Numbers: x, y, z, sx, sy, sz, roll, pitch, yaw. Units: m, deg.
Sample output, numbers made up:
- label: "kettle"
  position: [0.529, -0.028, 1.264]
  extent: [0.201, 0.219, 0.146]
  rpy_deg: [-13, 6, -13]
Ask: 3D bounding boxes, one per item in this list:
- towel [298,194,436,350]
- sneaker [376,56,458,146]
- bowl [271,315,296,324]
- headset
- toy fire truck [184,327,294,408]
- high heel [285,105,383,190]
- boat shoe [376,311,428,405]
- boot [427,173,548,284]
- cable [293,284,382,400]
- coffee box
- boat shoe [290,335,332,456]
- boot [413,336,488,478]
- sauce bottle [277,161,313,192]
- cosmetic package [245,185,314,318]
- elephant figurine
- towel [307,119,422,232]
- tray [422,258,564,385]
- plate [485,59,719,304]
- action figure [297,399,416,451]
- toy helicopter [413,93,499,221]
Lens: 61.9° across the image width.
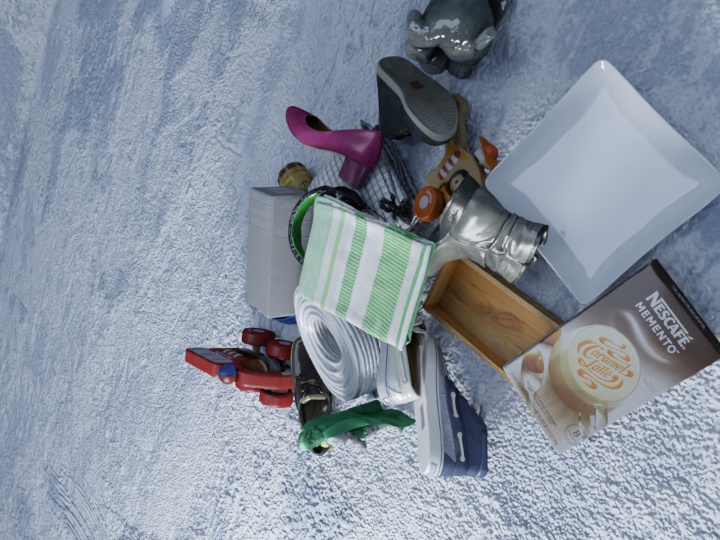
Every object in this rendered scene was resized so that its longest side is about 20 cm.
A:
- label: "towel"
  position: [0.000, 0.000, 0.809]
  extent: [0.196, 0.023, 0.158]
  rpy_deg: [25, 110, 32]
- label: "sneaker"
  position: [0.082, -0.220, 0.885]
  extent: [0.108, 0.072, 0.203]
  rpy_deg: [91, 159, -46]
- label: "bowl"
  position: [-0.139, -0.002, 1.133]
  extent: [0.196, 0.039, 0.209]
  rpy_deg: [-4, 84, 44]
- label: "headset"
  position: [-0.027, -0.068, 0.873]
  extent: [0.194, 0.093, 0.128]
  rpy_deg: [-8, 79, 26]
- label: "toy fire truck"
  position: [-0.209, 0.179, 1.100]
  extent: [0.196, 0.165, 0.116]
  rpy_deg: [15, 98, 43]
- label: "high heel"
  position: [-0.040, -0.221, 0.923]
  extent: [0.200, 0.067, 0.098]
  rpy_deg: [44, 124, 22]
- label: "boat shoe"
  position: [0.068, 0.088, 0.863]
  extent: [0.068, 0.070, 0.206]
  rpy_deg: [-15, 55, 34]
- label: "boot"
  position: [0.149, -0.020, 0.767]
  extent: [0.129, 0.068, 0.201]
  rpy_deg: [36, 151, 7]
- label: "cable"
  position: [-0.035, 0.101, 0.943]
  extent: [0.199, 0.068, 0.205]
  rpy_deg: [40, 143, 38]
- label: "coffee box"
  position: [0.273, 0.094, 0.664]
  extent: [0.200, 0.079, 0.116]
  rpy_deg: [-43, 72, 27]
- label: "boat shoe"
  position: [-0.078, 0.211, 1.025]
  extent: [0.065, 0.071, 0.207]
  rpy_deg: [126, 132, -82]
- label: "boot"
  position: [0.125, 0.191, 0.845]
  extent: [0.074, 0.087, 0.205]
  rpy_deg: [111, 164, -52]
- label: "sauce bottle"
  position: [-0.083, -0.108, 1.069]
  extent: [0.067, 0.065, 0.202]
  rpy_deg: [-53, 56, 28]
- label: "cosmetic package"
  position: [-0.139, -0.033, 1.022]
  extent: [0.106, 0.088, 0.208]
  rpy_deg: [26, 117, 53]
- label: "elephant figurine"
  position: [0.139, -0.388, 0.833]
  extent: [0.150, 0.142, 0.206]
  rpy_deg: [17, 83, 14]
- label: "towel"
  position: [0.010, -0.108, 0.965]
  extent: [0.165, 0.084, 0.205]
  rpy_deg: [-42, 58, 32]
- label: "tray"
  position: [0.178, 0.062, 0.817]
  extent: [0.199, 0.036, 0.101]
  rpy_deg: [40, 114, 38]
- label: "plate"
  position: [0.276, -0.102, 0.706]
  extent: [0.200, 0.032, 0.202]
  rpy_deg: [-46, 69, 25]
- label: "action figure"
  position: [-0.018, 0.234, 0.885]
  extent: [0.116, 0.196, 0.057]
  rpy_deg: [-1, 86, 44]
- label: "toy helicopter"
  position: [0.142, -0.163, 0.845]
  extent: [0.131, 0.077, 0.207]
  rpy_deg: [-25, 58, 47]
